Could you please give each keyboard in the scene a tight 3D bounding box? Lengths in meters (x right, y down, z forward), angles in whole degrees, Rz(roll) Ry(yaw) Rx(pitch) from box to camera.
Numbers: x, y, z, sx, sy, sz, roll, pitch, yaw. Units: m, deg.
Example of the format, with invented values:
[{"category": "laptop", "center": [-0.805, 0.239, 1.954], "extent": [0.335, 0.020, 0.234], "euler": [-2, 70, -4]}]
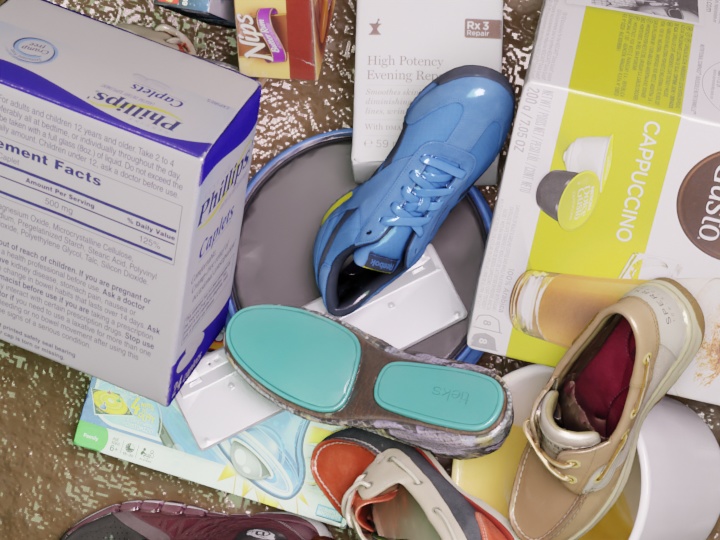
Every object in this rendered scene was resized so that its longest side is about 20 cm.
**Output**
[{"category": "keyboard", "center": [-0.029, 0.050, 1.633], "extent": [0.199, 0.011, 0.057], "euler": [-27, 85, -5]}]

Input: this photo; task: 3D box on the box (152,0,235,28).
[{"category": "box", "center": [-0.089, -0.231, 1.609], "extent": [0.037, 0.200, 0.138], "euler": [9, 92, 6]}]

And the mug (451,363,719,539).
[{"category": "mug", "center": [0.148, 0.136, 1.629], "extent": [0.186, 0.153, 0.151], "euler": [7, 91, 38]}]

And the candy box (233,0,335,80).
[{"category": "candy box", "center": [-0.040, -0.232, 1.594], "extent": [0.056, 0.201, 0.117], "euler": [4, 137, 6]}]

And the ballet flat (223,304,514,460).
[{"category": "ballet flat", "center": [0.006, 0.078, 1.588], "extent": [0.199, 0.072, 0.073], "euler": [17, 94, 18]}]

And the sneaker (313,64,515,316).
[{"category": "sneaker", "center": [0.035, -0.044, 1.562], "extent": [0.066, 0.079, 0.200], "euler": [27, 130, -18]}]

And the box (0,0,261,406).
[{"category": "box", "center": [-0.171, -0.046, 1.574], "extent": [0.183, 0.105, 0.201], "euler": [21, 128, 12]}]

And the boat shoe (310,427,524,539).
[{"category": "boat shoe", "center": [0.025, 0.156, 1.595], "extent": [0.200, 0.062, 0.072], "euler": [32, 115, 46]}]

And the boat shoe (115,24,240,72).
[{"category": "boat shoe", "center": [-0.148, -0.136, 1.643], "extent": [0.199, 0.071, 0.063], "euler": [10, 61, 36]}]

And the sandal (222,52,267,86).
[{"category": "sandal", "center": [-0.119, -0.061, 1.697], "extent": [0.212, 0.078, 0.070], "euler": [-42, 120, 12]}]

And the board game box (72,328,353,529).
[{"category": "board game box", "center": [-0.084, 0.083, 1.703], "extent": [0.198, 0.034, 0.136], "euler": [16, 93, 3]}]

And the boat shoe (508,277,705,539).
[{"category": "boat shoe", "center": [0.133, 0.089, 1.495], "extent": [0.074, 0.066, 0.201], "euler": [42, 122, 30]}]

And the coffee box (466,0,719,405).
[{"category": "coffee box", "center": [0.191, -0.064, 1.558], "extent": [0.196, 0.201, 0.201], "euler": [13, 125, 3]}]

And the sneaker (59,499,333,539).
[{"category": "sneaker", "center": [-0.119, 0.196, 1.670], "extent": [0.198, 0.116, 0.076], "euler": [-5, 92, 4]}]

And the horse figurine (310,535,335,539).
[{"category": "horse figurine", "center": [0.032, 0.235, 1.642], "extent": [0.200, 0.133, 0.050], "euler": [44, 93, -6]}]

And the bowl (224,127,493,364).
[{"category": "bowl", "center": [0.000, 0.000, 1.667], "extent": [0.199, 0.039, 0.202], "euler": [0, 78, 0]}]

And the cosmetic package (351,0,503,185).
[{"category": "cosmetic package", "center": [0.046, -0.160, 1.643], "extent": [0.101, 0.074, 0.202], "euler": [0, 80, 2]}]
